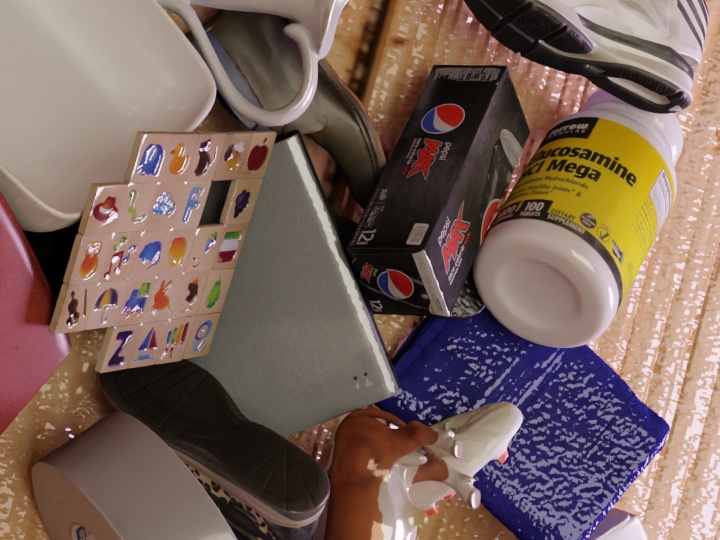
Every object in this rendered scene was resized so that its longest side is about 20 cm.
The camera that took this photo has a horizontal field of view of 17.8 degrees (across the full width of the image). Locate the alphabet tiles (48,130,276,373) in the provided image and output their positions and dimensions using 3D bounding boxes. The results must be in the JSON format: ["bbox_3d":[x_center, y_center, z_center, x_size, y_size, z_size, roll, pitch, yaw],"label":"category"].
[{"bbox_3d":[-0.132,-0.012,1.514,0.200,0.008,0.168,-6,118,-61],"label":"alphabet tiles"}]

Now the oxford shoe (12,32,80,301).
[{"bbox_3d":[-0.213,-0.069,1.557,0.070,0.075,0.202,-8,88,-25],"label":"oxford shoe"}]

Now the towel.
[{"bbox_3d":[0.119,0.107,1.729,0.200,0.050,0.148,43,76,1],"label":"towel"}]

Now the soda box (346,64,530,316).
[{"bbox_3d":[0.059,-0.059,1.657,0.201,0.063,0.071,-64,144,-39],"label":"soda box"}]

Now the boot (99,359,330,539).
[{"bbox_3d":[-0.107,0.157,1.613,0.073,0.199,0.151,-38,148,-38],"label":"boot"}]

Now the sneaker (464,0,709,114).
[{"bbox_3d":[0.171,-0.207,1.699,0.199,0.076,0.116,26,70,-18],"label":"sneaker"}]

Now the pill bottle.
[{"bbox_3d":[0.170,-0.047,1.717,0.113,0.112,0.200,51,46,-20],"label":"pill bottle"}]

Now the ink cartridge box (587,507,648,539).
[{"bbox_3d":[0.176,0.301,1.782,0.145,0.083,0.201,-30,106,-22],"label":"ink cartridge box"}]

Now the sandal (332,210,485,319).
[{"bbox_3d":[0.000,0.000,1.691,0.198,0.045,0.076,12,81,-21],"label":"sandal"}]

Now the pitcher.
[{"bbox_3d":[-0.094,-0.209,1.568,0.199,0.121,0.173,27,84,2],"label":"pitcher"}]

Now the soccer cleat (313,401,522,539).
[{"bbox_3d":[0.025,0.145,1.664,0.199,0.069,0.078,-34,97,14],"label":"soccer cleat"}]

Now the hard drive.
[{"bbox_3d":[-0.072,0.017,1.628,0.139,0.033,0.201,-21,101,7],"label":"hard drive"}]

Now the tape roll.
[{"bbox_3d":[-0.140,0.197,1.545,0.066,0.200,0.201,-32,107,-22],"label":"tape roll"}]

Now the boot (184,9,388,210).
[{"bbox_3d":[-0.050,-0.112,1.659,0.096,0.075,0.201,-28,104,-6],"label":"boot"}]

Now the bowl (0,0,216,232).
[{"bbox_3d":[-0.215,-0.128,1.499,0.200,0.075,0.200,48,47,-3],"label":"bowl"}]

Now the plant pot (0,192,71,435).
[{"bbox_3d":[-0.305,0.029,1.464,0.200,0.199,0.176,-51,124,-15],"label":"plant pot"}]

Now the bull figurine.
[{"bbox_3d":[0.016,0.196,1.594,0.065,0.120,0.202,17,75,-63],"label":"bull figurine"}]
